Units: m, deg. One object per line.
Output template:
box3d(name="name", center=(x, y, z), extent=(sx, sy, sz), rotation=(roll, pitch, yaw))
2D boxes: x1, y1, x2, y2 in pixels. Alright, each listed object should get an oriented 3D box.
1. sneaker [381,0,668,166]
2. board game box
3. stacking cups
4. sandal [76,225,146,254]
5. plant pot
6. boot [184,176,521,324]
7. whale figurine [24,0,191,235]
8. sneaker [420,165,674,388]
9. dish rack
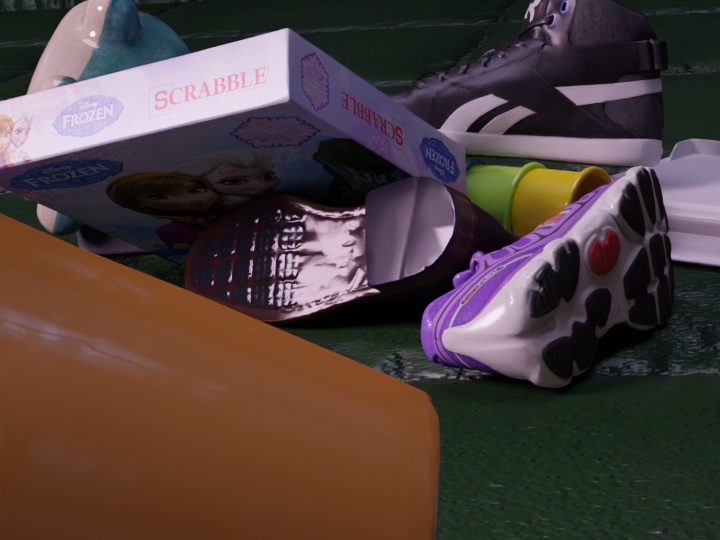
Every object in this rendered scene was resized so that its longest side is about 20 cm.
box3d(name="sneaker", center=(0.082, -0.122, 1.142), extent=(0.199, 0.112, 0.073), rotation=(4, 1, -6))
box3d(name="board game box", center=(-0.073, -0.060, 1.056), extent=(0.199, 0.041, 0.199), rotation=(-11, -20, 28))
box3d(name="stacking cups", center=(0.054, -0.040, 1.148), extent=(0.200, 0.061, 0.060), rotation=(8, 18, 37))
box3d(name="sandal", center=(-0.083, -0.041, 1.238), extent=(0.199, 0.043, 0.076), rotation=(-5, 14, -6))
box3d(name="plant pot", center=(-0.081, 0.076, 0.483), extent=(0.183, 0.201, 0.200), rotation=(12, 13, -4))
box3d(name="boot", center=(0.000, 0.000, 1.047), extent=(0.200, 0.075, 0.097), rotation=(-6, -17, 40))
box3d(name="whale figurine", center=(-0.153, -0.092, 1.183), extent=(0.103, 0.160, 0.200), rotation=(17, 14, -1))
box3d(name="sneaker", center=(0.095, -0.001, 0.953), extent=(0.083, 0.081, 0.200), rotation=(-2, 13, 34))
box3d(name="dish rack", center=(0.227, -0.043, 1.158), extent=(0.200, 0.044, 0.171), rotation=(10, 19, 43))
